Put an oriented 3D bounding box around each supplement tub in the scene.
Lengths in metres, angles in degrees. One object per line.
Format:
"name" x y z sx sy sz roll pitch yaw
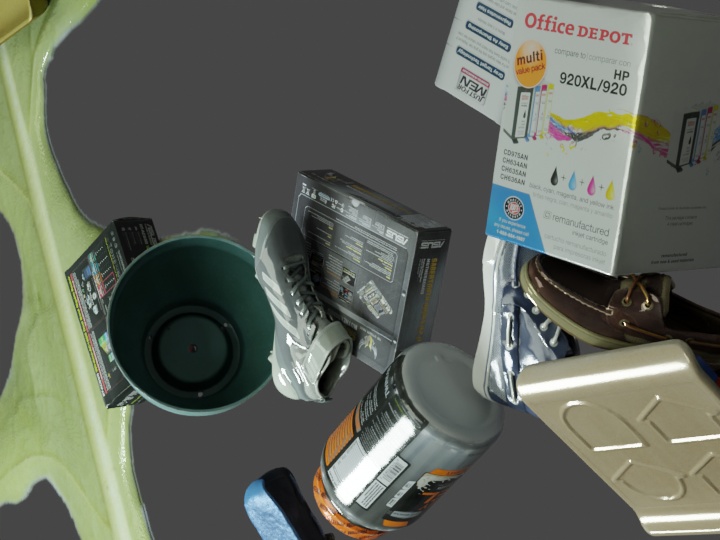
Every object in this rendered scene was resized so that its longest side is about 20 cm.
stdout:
"supplement tub" 0.041 0.171 1.423 0.200 0.122 0.123 -52 56 40

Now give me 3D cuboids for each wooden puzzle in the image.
"wooden puzzle" 0.248 0.131 1.175 0.200 0.046 0.185 48 145 -20

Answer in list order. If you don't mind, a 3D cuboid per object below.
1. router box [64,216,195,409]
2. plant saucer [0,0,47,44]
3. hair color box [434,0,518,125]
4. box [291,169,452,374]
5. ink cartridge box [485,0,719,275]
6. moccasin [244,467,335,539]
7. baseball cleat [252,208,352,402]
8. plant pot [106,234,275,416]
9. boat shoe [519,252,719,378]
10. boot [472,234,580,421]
"router box" -0.294 0.054 1.859 0.150 0.062 0.201 -38 65 44
"plant saucer" -0.504 -0.417 2.075 0.200 0.048 0.201 -17 80 49
"hair color box" 0.144 -0.239 1.306 0.100 0.060 0.201 39 122 41
"box" 0.000 0.000 1.512 0.200 0.048 0.159 29 117 45
"ink cartridge box" 0.210 -0.112 1.173 0.147 0.144 0.201 21 109 48
"moccasin" -0.049 0.302 1.580 0.080 0.068 0.201 -13 107 37
"baseball cleat" -0.053 0.036 1.501 0.106 0.070 0.201 5 109 44
"plant pot" -0.186 0.075 1.654 0.134 0.199 0.201 120 135 -70
"boat shoe" 0.225 0.028 1.161 0.199 0.072 0.072 28 126 1
"boot" 0.161 0.034 1.317 0.090 0.073 0.201 21 117 38
